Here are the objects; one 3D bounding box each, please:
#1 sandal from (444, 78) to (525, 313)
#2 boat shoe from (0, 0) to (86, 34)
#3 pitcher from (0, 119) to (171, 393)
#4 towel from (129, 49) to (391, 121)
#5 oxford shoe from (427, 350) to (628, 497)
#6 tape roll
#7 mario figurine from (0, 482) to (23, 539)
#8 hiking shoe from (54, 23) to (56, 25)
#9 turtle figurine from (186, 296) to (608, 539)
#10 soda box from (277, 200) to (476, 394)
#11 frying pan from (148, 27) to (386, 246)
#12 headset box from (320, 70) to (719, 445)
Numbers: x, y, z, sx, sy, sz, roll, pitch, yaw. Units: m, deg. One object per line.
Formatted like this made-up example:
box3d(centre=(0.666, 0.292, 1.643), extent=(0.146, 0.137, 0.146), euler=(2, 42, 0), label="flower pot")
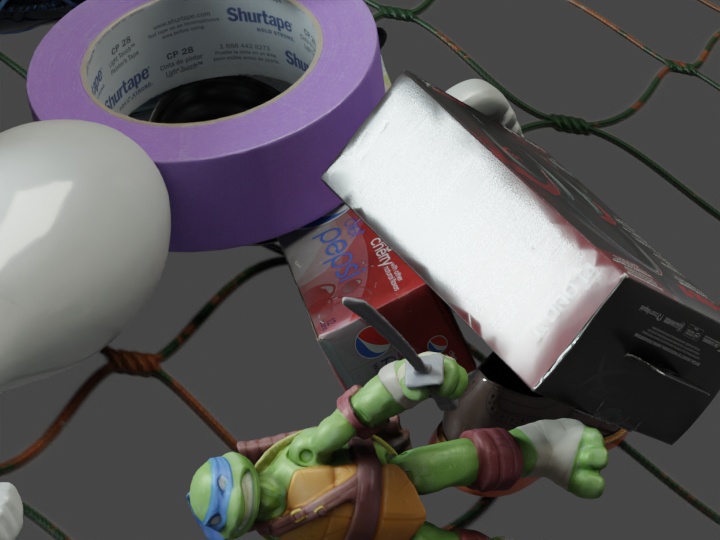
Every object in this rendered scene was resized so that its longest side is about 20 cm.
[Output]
box3d(centre=(0.060, -0.049, 1.304), extent=(0.082, 0.203, 0.050), euler=(-31, 60, -16), label="sandal")
box3d(centre=(-0.175, -0.193, 1.379), extent=(0.200, 0.069, 0.084), euler=(-14, 81, -19), label="boat shoe")
box3d(centre=(-0.202, 0.001, 1.169), extent=(0.171, 0.121, 0.200), euler=(13, 37, 23), label="pitcher")
box3d(centre=(-0.069, -0.116, 1.500), extent=(0.200, 0.048, 0.171), euler=(10, 27, -15), label="towel")
box3d(centre=(0.114, 0.059, 1.270), extent=(0.071, 0.073, 0.200), euler=(30, 31, 21), label="oxford shoe")
box3d(centre=(-0.085, -0.097, 1.306), extent=(0.200, 0.066, 0.200), euler=(-6, 39, 5), label="tape roll")
box3d(centre=(-0.220, 0.106, 0.967), extent=(0.200, 0.106, 0.123), euler=(40, 1, 22), label="mario figurine")
box3d(centre=(-0.112, -0.183, 1.486), extent=(0.200, 0.101, 0.076), euler=(-16, 83, -19), label="hiking shoe")
box3d(centre=(0.032, 0.117, 1.062), extent=(0.194, 0.200, 0.144), euler=(5, 65, -29), label="turtle figurine")
box3d(centre=(0.000, 0.000, 1.271), extent=(0.070, 0.063, 0.200), euler=(-27, 29, 1), label="soda box")
box3d(centre=(-0.065, -0.095, 1.400), extent=(0.115, 0.031, 0.190), euler=(27, 58, -10), label="frying pan")
box3d(centre=(0.097, 0.001, 1.160), extent=(0.200, 0.075, 0.149), euler=(46, 14, 36), label="headset box")
